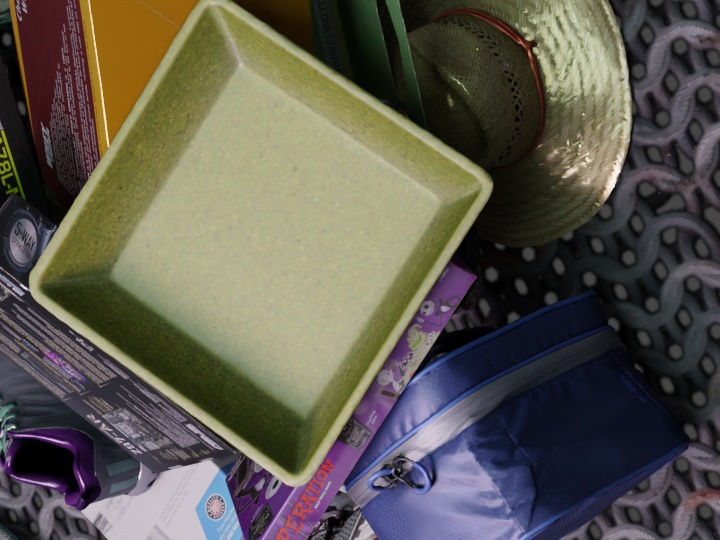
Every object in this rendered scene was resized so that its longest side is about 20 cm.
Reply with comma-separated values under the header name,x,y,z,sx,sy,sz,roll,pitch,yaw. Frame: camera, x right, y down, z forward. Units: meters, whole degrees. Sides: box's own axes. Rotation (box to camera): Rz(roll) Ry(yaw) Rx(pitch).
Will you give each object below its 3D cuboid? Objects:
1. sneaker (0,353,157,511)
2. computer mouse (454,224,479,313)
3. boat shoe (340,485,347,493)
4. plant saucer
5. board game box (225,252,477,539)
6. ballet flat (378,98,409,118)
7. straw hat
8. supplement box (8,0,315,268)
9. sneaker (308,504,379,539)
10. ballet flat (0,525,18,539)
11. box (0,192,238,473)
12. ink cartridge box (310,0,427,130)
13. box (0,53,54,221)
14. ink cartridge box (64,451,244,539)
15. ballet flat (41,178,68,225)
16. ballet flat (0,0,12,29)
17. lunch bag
name,x,y,z,sx,sy,sz,roll,pitch,yaw
sneaker,-0.231,0.095,1.478,0.199,0.087,0.075,25,115,27
computer mouse,0.000,0.000,1.391,0.200,0.046,0.141,-40,57,30
boat shoe,-0.062,0.093,1.455,0.199,0.073,0.062,23,148,24
plant saucer,-0.053,-0.017,1.216,0.199,0.048,0.201,34,96,14
board game box,-0.009,0.065,1.257,0.032,0.120,0.201,30,98,-21
ballet flat,-0.029,-0.009,1.273,0.072,0.072,0.201,31,95,24
straw hat,0.063,-0.105,1.311,0.200,0.085,0.203,10,108,32
supplement box,-0.123,-0.133,1.331,0.200,0.132,0.199,-138,38,-57
sneaker,-0.005,0.175,1.408,0.075,0.080,0.201,46,141,19
ballet flat,-0.248,0.266,1.619,0.201,0.072,0.072,48,123,15
box,-0.167,0.044,1.349,0.200,0.044,0.160,39,159,-12
ink cartridge box,-0.022,-0.124,1.324,0.200,0.048,0.147,-177,73,-74
box,-0.269,-0.072,1.480,0.193,0.047,0.202,27,136,58
ink cartridge box,-0.143,0.127,1.522,0.200,0.067,0.116,43,122,18
ballet flat,-0.176,-0.036,1.507,0.199,0.067,0.068,25,109,29
ballet flat,-0.204,-0.204,1.478,0.199,0.070,0.068,-16,93,36
lunch bag,0.077,0.099,1.283,0.136,0.199,0.133,-43,74,40
